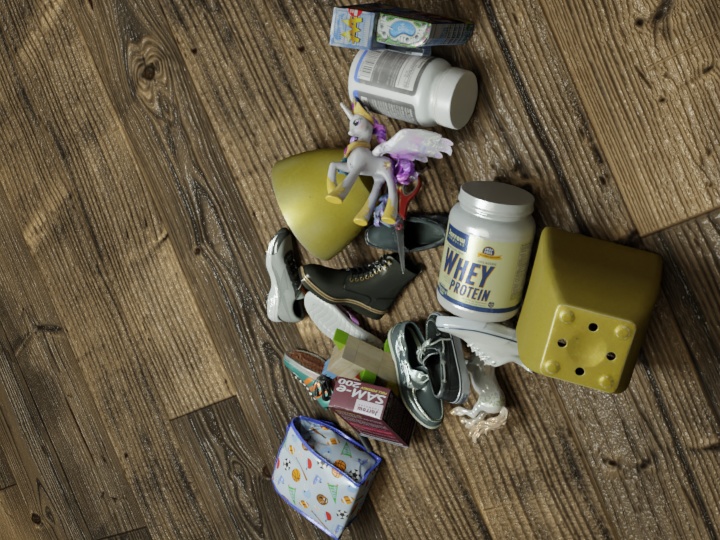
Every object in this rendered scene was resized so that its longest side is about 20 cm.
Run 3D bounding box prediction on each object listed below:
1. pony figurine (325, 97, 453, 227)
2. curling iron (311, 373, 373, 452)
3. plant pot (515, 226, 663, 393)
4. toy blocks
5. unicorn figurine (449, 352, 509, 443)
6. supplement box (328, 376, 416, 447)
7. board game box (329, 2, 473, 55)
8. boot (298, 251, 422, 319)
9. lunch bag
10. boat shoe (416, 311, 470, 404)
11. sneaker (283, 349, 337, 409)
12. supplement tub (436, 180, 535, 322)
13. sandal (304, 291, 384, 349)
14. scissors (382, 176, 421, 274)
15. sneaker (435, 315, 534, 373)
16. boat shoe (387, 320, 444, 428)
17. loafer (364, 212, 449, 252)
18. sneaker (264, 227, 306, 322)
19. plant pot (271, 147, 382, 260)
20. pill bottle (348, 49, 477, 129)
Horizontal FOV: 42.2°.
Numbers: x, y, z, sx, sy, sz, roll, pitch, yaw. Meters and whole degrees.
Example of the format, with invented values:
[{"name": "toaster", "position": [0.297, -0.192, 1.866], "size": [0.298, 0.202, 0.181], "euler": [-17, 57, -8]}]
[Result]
[{"name": "pony figurine", "position": [0.036, -0.174, 1.550], "size": [0.191, 0.203, 0.166], "euler": [19, 157, -15]}, {"name": "curling iron", "position": [-0.032, 0.278, 1.809], "size": [0.201, 0.049, 0.025], "euler": [55, 164, -24]}, {"name": "plant pot", "position": [0.342, 0.076, 1.406], "size": [0.191, 0.200, 0.198], "euler": [14, 113, 8]}, {"name": "toy blocks", "position": [0.010, 0.194, 1.756], "size": [0.198, 0.101, 0.137], "euler": [26, 149, -14]}, {"name": "unicorn figurine", "position": [0.208, 0.189, 1.652], "size": [0.136, 0.074, 0.202], "euler": [-29, 84, 29]}, {"name": "supplement box", "position": [0.026, 0.263, 1.718], "size": [0.107, 0.200, 0.062], "euler": [11, 70, 22]}, {"name": "board game box", "position": [0.050, -0.387, 1.507], "size": [0.198, 0.199, 0.063], "euler": [20, 114, 29]}, {"name": "boot", "position": [0.000, 0.000, 1.689], "size": [0.138, 0.198, 0.078], "euler": [-47, 41, 31]}, {"name": "lunch bag", "position": [-0.078, 0.408, 1.891], "size": [0.198, 0.124, 0.172], "euler": [29, 120, 16]}, {"name": "boat shoe", "position": [0.134, 0.147, 1.630], "size": [0.201, 0.067, 0.074], "euler": [-99, 29, -42]}, {"name": "sneaker", "position": [-0.079, 0.232, 1.867], "size": [0.198, 0.071, 0.081], "euler": [29, 115, 24]}, {"name": "supplement tub", "position": [0.208, -0.033, 1.536], "size": [0.144, 0.144, 0.203], "euler": [20, 115, 29]}, {"name": "sandal", "position": [-0.025, 0.108, 1.810], "size": [0.202, 0.050, 0.083], "euler": [40, 138, 4]}, {"name": "scissors", "position": [0.063, -0.085, 1.636], "size": [0.072, 0.014, 0.203], "euler": [0, 66, 24]}, {"name": "sneaker", "position": [0.217, 0.124, 1.563], "size": [0.197, 0.073, 0.072], "euler": [15, 86, -8]}, {"name": "boat shoe", "position": [0.106, 0.185, 1.687], "size": [0.062, 0.072, 0.203], "euler": [-45, 60, 58]}, {"name": "loafer", "position": [0.085, -0.067, 1.660], "size": [0.198, 0.070, 0.069], "euler": [-3, 103, 36]}, {"name": "sneaker", "position": [-0.142, 0.011, 1.853], "size": [0.078, 0.074, 0.203], "euler": [10, 116, 23]}, {"name": "plant pot", "position": [-0.045, -0.140, 1.671], "size": [0.141, 0.200, 0.202], "euler": [-27, 88, 21]}, {"name": "pill bottle", "position": [0.088, -0.305, 1.559], "size": [0.198, 0.113, 0.115], "euler": [21, 115, 29]}]
